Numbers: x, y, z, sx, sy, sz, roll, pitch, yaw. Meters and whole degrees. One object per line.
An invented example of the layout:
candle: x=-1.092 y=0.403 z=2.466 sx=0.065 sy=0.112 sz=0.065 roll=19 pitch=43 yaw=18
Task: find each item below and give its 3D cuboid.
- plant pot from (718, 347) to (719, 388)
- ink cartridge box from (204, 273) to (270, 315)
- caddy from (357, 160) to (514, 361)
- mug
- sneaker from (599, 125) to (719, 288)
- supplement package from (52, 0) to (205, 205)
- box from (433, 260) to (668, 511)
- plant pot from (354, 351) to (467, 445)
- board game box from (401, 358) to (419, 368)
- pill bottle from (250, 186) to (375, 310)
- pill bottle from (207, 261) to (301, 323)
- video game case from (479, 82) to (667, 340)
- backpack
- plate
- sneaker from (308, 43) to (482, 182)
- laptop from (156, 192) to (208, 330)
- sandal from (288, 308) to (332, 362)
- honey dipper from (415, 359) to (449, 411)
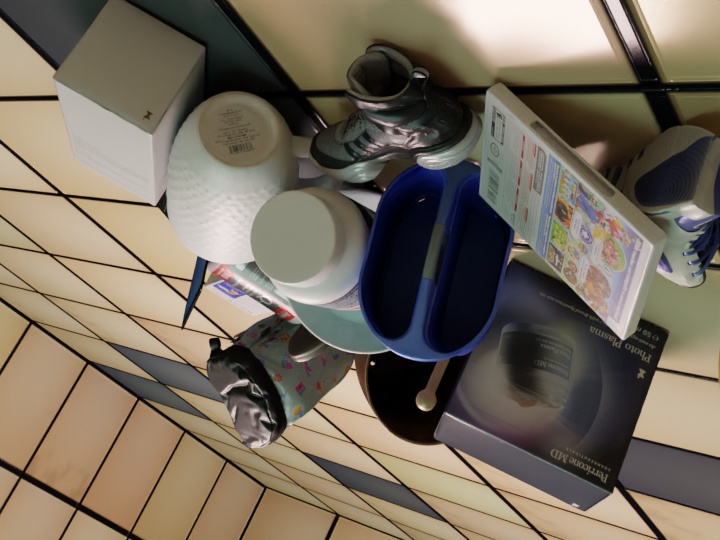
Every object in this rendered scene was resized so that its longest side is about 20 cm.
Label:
plant pot: x=0.391 y=0.089 z=0.818 sx=0.198 sy=0.203 sz=0.189 roll=23 pitch=175 yaw=12
ink cartridge box: x=-0.160 y=0.025 z=1.453 sx=0.094 sy=0.038 sz=0.199 roll=32 pitch=163 yaw=-18
caddy: x=0.076 y=-0.008 z=0.970 sx=0.139 sy=0.203 sz=0.105 roll=12 pitch=171 yaw=12
mug: x=-0.112 y=-0.109 z=1.071 sx=0.196 sy=0.150 sz=0.176 roll=-1 pitch=158 yaw=-12
sneaker: x=0.267 y=-0.047 z=0.813 sx=0.114 sy=0.082 sz=0.199 roll=28 pitch=167 yaw=-10
supplement package: x=-0.247 y=-0.179 z=1.076 sx=0.116 sy=0.118 sz=0.200 roll=30 pitch=160 yaw=-1
box: x=0.214 y=0.132 z=1.111 sx=0.197 sy=0.201 sz=0.124 roll=24 pitch=160 yaw=7
plant pot: x=0.066 y=0.120 z=1.340 sx=0.186 sy=0.189 sz=0.200 roll=34 pitch=175 yaw=-17
board game box: x=0.098 y=0.149 z=1.508 sx=0.197 sy=0.035 sz=0.135 roll=18 pitch=166 yaw=25
pill bottle: x=-0.037 y=-0.022 z=1.030 sx=0.118 sy=0.121 sz=0.200 roll=21 pitch=-178 yaw=17
pill bottle: x=-0.098 y=-0.001 z=1.312 sx=0.199 sy=0.117 sz=0.116 roll=34 pitch=159 yaw=-15
video game case: x=0.172 y=-0.049 z=0.837 sx=0.201 sy=0.018 sz=0.144 roll=50 pitch=161 yaw=29
backpack: x=-0.105 y=0.136 z=1.391 sx=0.125 sy=0.199 sz=0.169 roll=-4 pitch=114 yaw=43
plate: x=0.000 y=0.000 z=1.161 sx=0.198 sy=0.203 sz=0.026 roll=25 pitch=-158 yaw=6
sneaker: x=0.009 y=-0.146 z=0.900 sx=0.198 sy=0.076 sz=0.114 roll=-1 pitch=145 yaw=42
laptop: x=-0.253 y=-0.051 z=1.304 sx=0.200 sy=0.103 sz=0.177 roll=48 pitch=152 yaw=3
sandal: x=-0.026 y=0.031 z=1.223 sx=0.054 sy=0.200 sz=0.082 roll=39 pitch=-159 yaw=-21
honey dipper: x=0.109 y=0.062 z=1.076 sx=0.037 sy=0.202 sz=0.038 roll=22 pitch=159 yaw=9
